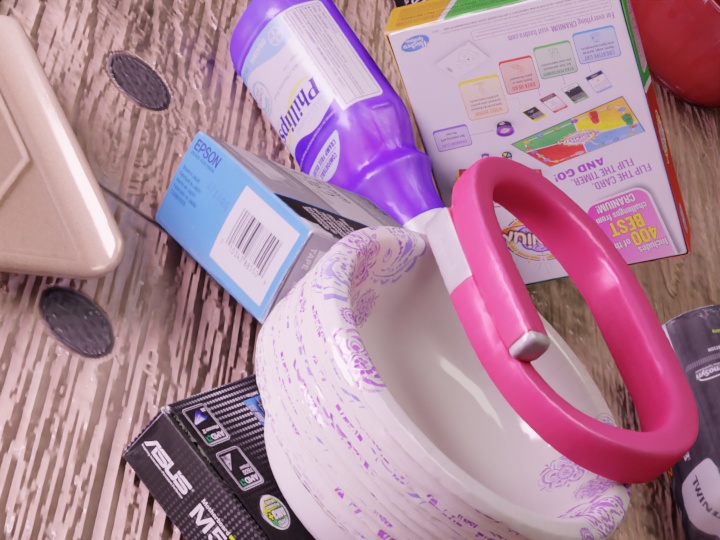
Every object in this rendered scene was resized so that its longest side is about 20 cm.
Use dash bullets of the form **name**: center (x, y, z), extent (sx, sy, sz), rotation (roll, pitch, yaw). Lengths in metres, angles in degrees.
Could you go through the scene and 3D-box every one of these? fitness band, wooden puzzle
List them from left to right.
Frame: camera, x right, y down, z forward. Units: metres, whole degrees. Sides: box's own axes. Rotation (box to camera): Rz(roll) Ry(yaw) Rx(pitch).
- **wooden puzzle**: center (-0.237, -0.071, 1.104), extent (0.200, 0.037, 0.185), rotation (3, 50, -45)
- **fitness band**: center (0.108, 0.022, 1.116), extent (0.144, 0.037, 0.200), rotation (20, 37, -39)

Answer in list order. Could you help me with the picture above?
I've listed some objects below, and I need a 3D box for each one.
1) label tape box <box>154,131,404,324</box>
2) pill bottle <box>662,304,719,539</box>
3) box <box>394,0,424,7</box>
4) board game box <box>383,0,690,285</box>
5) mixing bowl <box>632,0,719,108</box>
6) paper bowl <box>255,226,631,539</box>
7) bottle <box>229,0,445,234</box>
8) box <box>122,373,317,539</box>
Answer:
- **label tape box**: center (0.000, 0.000, 1.233), extent (0.200, 0.066, 0.143), rotation (18, 14, -37)
- **pill bottle**: center (0.255, 0.126, 1.409), extent (0.106, 0.106, 0.200), rotation (26, 34, -31)
- **box**: center (0.096, -0.208, 1.700), extent (0.160, 0.044, 0.200), rotation (23, 35, -35)
- **board game box**: center (0.117, -0.089, 1.374), extent (0.040, 0.153, 0.200), rotation (-74, 150, -59)
- **mixing bowl**: center (0.312, -0.222, 1.934), extent (0.200, 0.108, 0.200), rotation (33, 31, -23)
- **paper bowl**: center (0.033, 0.084, 1.080), extent (0.201, 0.104, 0.201), rotation (32, 29, -21)
- **bottle**: center (-0.009, -0.091, 1.369), extent (0.065, 0.084, 0.200), rotation (-18, 66, -35)
- **box**: center (-0.003, 0.137, 1.119), extent (0.193, 0.048, 0.200), rotation (49, 28, 15)
